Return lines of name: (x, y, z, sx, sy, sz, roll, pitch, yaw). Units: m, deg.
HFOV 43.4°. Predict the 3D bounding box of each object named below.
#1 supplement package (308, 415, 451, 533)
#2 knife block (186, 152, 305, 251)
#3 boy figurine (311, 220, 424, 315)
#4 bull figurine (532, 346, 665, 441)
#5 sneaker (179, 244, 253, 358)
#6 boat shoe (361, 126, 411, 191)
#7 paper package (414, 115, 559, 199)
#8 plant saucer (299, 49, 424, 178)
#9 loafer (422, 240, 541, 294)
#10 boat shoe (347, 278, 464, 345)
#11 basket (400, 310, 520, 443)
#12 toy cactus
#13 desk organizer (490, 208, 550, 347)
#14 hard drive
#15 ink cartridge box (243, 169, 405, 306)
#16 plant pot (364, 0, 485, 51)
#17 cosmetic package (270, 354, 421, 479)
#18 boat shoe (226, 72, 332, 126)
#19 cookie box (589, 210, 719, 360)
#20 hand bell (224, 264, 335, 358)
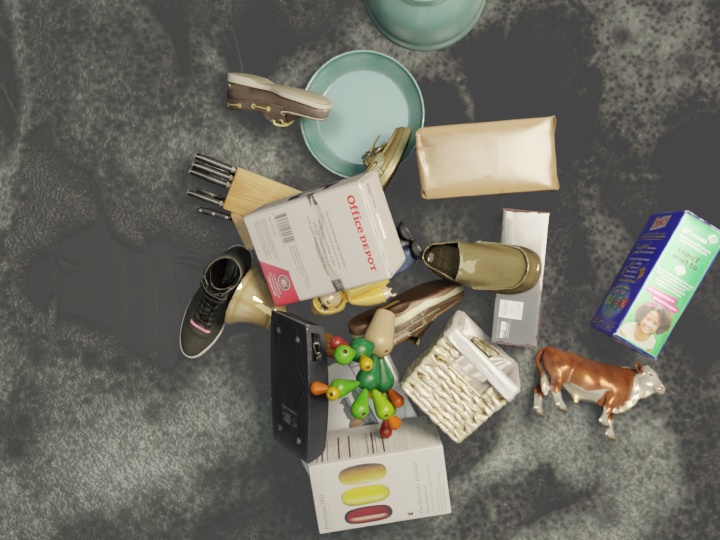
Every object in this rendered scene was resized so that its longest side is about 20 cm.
supplement package: (0.026, 0.303, 1.351, 0.196, 0.110, 0.116, -10, 105, 0)
knife block: (-0.168, -0.130, 1.433, 0.198, 0.064, 0.178, -25, 89, 5)
boy figurine: (0.000, 0.000, 1.420, 0.198, 0.064, 0.125, -32, 90, 1)
bull figurine: (0.358, 0.182, 1.379, 0.197, 0.065, 0.123, 15, 59, 12)
sneaker: (-0.238, 0.050, 1.423, 0.070, 0.099, 0.202, 30, 94, 2)
boat shoe: (0.010, -0.139, 1.375, 0.062, 0.073, 0.202, 32, 90, 2)
paper package: (0.184, -0.162, 1.338, 0.196, 0.191, 0.105, -4, 94, 6)
plant saucer: (0.003, -0.244, 1.432, 0.196, 0.036, 0.204, 0, 91, 6)
loafer: (0.173, -0.005, 1.339, 0.198, 0.067, 0.077, 3, 89, 41)
boat shoe: (0.076, 0.078, 1.397, 0.200, 0.075, 0.076, -22, 107, -17)
basket: (0.149, 0.156, 1.344, 0.135, 0.200, 0.124, 44, 100, 4)
toy cactus: (0.011, 0.137, 1.290, 0.101, 0.200, 0.167, -5, 54, 35)
desk organizer: (0.243, 0.011, 1.390, 0.070, 0.077, 0.204, 5, 91, 6)
hard drive: (-0.091, 0.166, 1.331, 0.042, 0.134, 0.204, -5, 101, -29)
ink cartridge box: (-0.051, -0.046, 1.326, 0.197, 0.084, 0.147, -14, 103, 25)
plant pot: (0.098, -0.449, 1.373, 0.197, 0.134, 0.204, 0, 91, 5)
cosmetic package: (-0.021, 0.221, 1.430, 0.198, 0.052, 0.152, -29, 85, 5)
boat shoe: (-0.129, -0.259, 1.405, 0.198, 0.072, 0.060, 21, 109, 27)
cookie box: (0.432, 0.018, 1.328, 0.074, 0.171, 0.202, 29, 93, 1)
hand bell: (-0.102, 0.086, 1.404, 0.198, 0.104, 0.105, 30, 93, 6)
